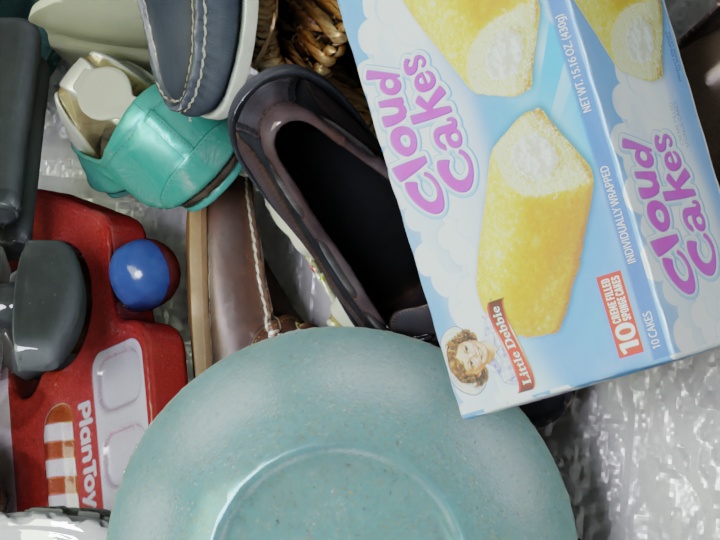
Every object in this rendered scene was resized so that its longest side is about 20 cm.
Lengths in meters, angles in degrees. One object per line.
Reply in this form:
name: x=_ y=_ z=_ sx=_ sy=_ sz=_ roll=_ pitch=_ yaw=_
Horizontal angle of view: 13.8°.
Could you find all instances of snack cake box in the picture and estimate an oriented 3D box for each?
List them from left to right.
snack cake box: x=0.071 y=-0.053 z=1.182 sx=0.115 sy=0.067 sz=0.201 roll=-19 pitch=87 yaw=40

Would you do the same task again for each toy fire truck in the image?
toy fire truck: x=-0.135 y=0.057 z=1.413 sx=0.167 sy=0.112 sz=0.201 roll=-21 pitch=68 yaw=46

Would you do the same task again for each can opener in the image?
can opener: x=-0.159 y=-0.029 z=1.382 sx=0.053 sy=0.066 sz=0.201 roll=86 pitch=180 yaw=-55

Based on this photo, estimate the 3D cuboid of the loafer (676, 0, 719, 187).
loafer: x=0.132 y=-0.051 z=1.221 sx=0.200 sy=0.071 sz=0.073 roll=-50 pitch=57 yaw=28

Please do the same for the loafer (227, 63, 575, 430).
loafer: x=0.019 y=-0.001 z=1.252 sx=0.072 sy=0.200 sz=0.063 roll=-43 pitch=14 yaw=4

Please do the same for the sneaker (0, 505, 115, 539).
sneaker: x=-0.097 y=0.156 z=1.284 sx=0.199 sy=0.078 sz=0.100 roll=7 pitch=87 yaw=14

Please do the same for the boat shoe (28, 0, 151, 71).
boat shoe: x=-0.113 y=-0.133 z=1.389 sx=0.201 sy=0.073 sz=0.064 roll=158 pitch=124 yaw=-85

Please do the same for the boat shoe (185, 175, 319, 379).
boat shoe: x=-0.046 y=0.053 z=1.389 sx=0.070 sy=0.070 sz=0.202 roll=-4 pitch=88 yaw=2

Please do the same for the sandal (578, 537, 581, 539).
sandal: x=0.069 y=0.128 z=1.274 sx=0.200 sy=0.043 sz=0.076 roll=40 pitch=103 yaw=17

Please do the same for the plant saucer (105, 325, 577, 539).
plant saucer: x=-0.008 y=0.124 z=1.226 sx=0.199 sy=0.039 sz=0.203 roll=0 pitch=91 yaw=2

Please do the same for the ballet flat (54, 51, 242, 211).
ballet flat: x=-0.106 y=-0.072 z=1.388 sx=0.067 sy=0.070 sz=0.200 roll=-46 pitch=16 yaw=-7

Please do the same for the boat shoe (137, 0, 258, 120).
boat shoe: x=-0.084 y=-0.160 z=1.244 sx=0.075 sy=0.062 sz=0.201 roll=18 pitch=114 yaw=50

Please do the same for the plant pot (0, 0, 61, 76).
plant pot: x=-0.223 y=-0.148 z=1.479 sx=0.134 sy=0.200 sz=0.201 roll=28 pitch=107 yaw=25

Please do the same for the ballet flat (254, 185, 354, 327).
ballet flat: x=0.000 y=0.000 z=1.344 sx=0.076 sy=0.064 sz=0.200 roll=-50 pitch=58 yaw=27

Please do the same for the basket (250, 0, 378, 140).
basket: x=0.028 y=-0.154 z=1.272 sx=0.149 sy=0.142 sz=0.201 roll=50 pitch=120 yaw=32
